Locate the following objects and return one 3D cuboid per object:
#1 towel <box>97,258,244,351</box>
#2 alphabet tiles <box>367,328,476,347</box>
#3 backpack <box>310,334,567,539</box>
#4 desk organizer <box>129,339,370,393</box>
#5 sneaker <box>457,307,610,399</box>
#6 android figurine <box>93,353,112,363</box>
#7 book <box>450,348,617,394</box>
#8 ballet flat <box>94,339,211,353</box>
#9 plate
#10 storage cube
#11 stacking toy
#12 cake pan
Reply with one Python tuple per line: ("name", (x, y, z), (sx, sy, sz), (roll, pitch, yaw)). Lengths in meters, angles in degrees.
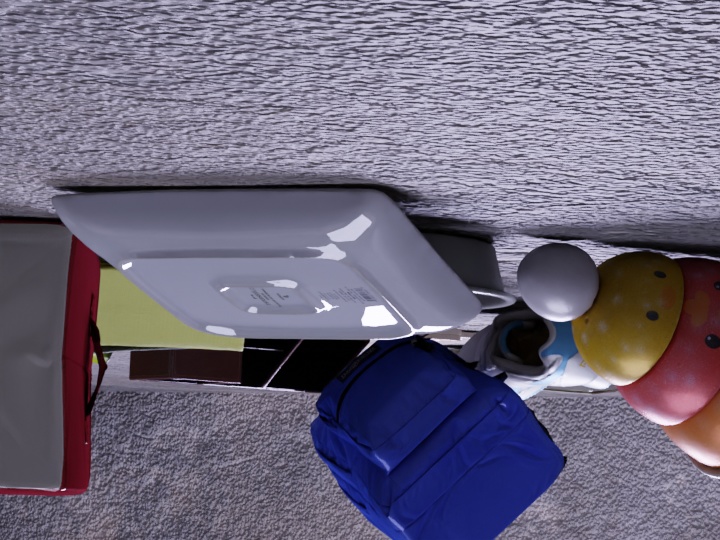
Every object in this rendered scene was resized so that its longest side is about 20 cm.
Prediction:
("towel", (-0.179, 0.022, 1.708), (0.199, 0.018, 0.086), (3, 137, -9))
("alphabet tiles", (0.017, 0.065, 2.345), (0.195, 0.015, 0.200), (5, 174, -23))
("backpack", (0.051, 0.132, 1.993), (0.162, 0.168, 0.200), (-37, -157, -9))
("desk organizer", (-0.088, 0.056, 1.945), (0.199, 0.077, 0.072), (6, 174, -36))
("sneaker", (0.136, 0.065, 2.032), (0.081, 0.077, 0.200), (18, 163, -29))
("android figurine", (-0.303, 0.050, 1.909), (0.200, 0.041, 0.182), (17, 149, -34))
("book", (0.190, 0.107, 2.569), (0.199, 0.048, 0.133), (0, 177, 32))
("ballet flat", (-0.190, 0.031, 1.769), (0.199, 0.068, 0.064), (-4, -174, 4))
("plate", (-0.050, 0.003, 1.366), (0.199, 0.032, 0.200), (0, 160, 20))
("storage cube", (-0.266, 0.059, 1.548), (0.199, 0.172, 0.180), (3, 174, -3))
("stacking toy", (0.183, 0.037, 1.509), (0.199, 0.147, 0.146), (21, 167, -24))
("cake pan", (0.000, 0.000, 1.521), (0.199, 0.037, 0.200), (2, 175, 0))
